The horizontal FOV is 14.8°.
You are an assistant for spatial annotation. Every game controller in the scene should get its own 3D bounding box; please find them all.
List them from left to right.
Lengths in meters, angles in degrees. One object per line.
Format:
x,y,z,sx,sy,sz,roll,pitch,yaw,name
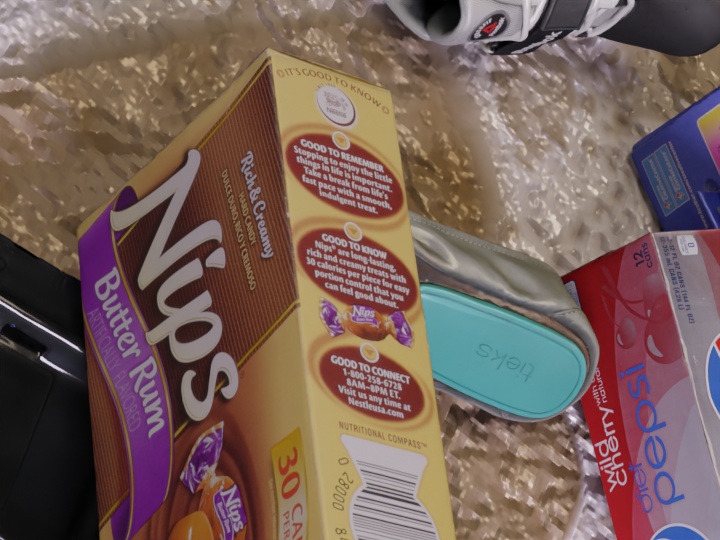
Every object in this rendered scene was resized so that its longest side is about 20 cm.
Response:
-0.145,0.028,0.912,0.199,0.042,0.105,32,63,-19,game controller

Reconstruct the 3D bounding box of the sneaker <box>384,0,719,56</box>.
0.061,-0.117,1.134,0.199,0.074,0.089,21,53,-16,sneaker

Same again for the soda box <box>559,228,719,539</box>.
0.139,0.087,1.066,0.070,0.063,0.201,-2,74,-39,soda box

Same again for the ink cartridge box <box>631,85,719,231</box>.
0.206,-0.016,1.187,0.199,0.076,0.137,-12,73,-41,ink cartridge box

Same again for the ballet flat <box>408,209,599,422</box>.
0.000,0.000,1.031,0.199,0.068,0.064,24,25,-27,ballet flat

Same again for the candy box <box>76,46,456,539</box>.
-0.031,0.046,0.867,0.056,0.117,0.201,16,51,-34,candy box
